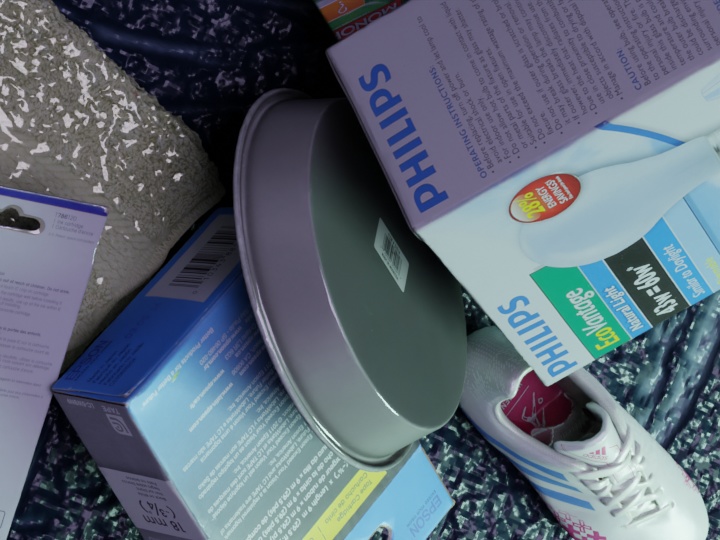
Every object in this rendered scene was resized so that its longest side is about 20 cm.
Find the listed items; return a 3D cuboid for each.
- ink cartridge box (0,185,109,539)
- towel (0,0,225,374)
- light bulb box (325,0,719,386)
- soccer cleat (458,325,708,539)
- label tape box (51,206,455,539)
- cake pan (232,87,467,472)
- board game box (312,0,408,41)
[{"bbox_3d":[-0.198,0.045,1.454,0.099,0.039,0.201,13,108,-25],"label":"ink cartridge box"},{"bbox_3d":[-0.173,-0.058,1.480,0.200,0.036,0.149,44,77,-24],"label":"towel"},{"bbox_3d":[0.122,-0.072,1.480,0.200,0.125,0.198,-30,147,9],"label":"light bulb box"},{"bbox_3d":[0.127,0.105,1.618,0.200,0.086,0.070,40,80,-25],"label":"soccer cleat"},{"bbox_3d":[-0.052,0.091,1.518,0.144,0.063,0.200,-49,125,-31],"label":"label tape box"},{"bbox_3d":[0.000,0.000,1.498,0.037,0.200,0.201,-17,110,23],"label":"cake pan"},{"bbox_3d":[0.061,-0.186,1.508,0.200,0.029,0.135,-31,94,12],"label":"board game box"}]
